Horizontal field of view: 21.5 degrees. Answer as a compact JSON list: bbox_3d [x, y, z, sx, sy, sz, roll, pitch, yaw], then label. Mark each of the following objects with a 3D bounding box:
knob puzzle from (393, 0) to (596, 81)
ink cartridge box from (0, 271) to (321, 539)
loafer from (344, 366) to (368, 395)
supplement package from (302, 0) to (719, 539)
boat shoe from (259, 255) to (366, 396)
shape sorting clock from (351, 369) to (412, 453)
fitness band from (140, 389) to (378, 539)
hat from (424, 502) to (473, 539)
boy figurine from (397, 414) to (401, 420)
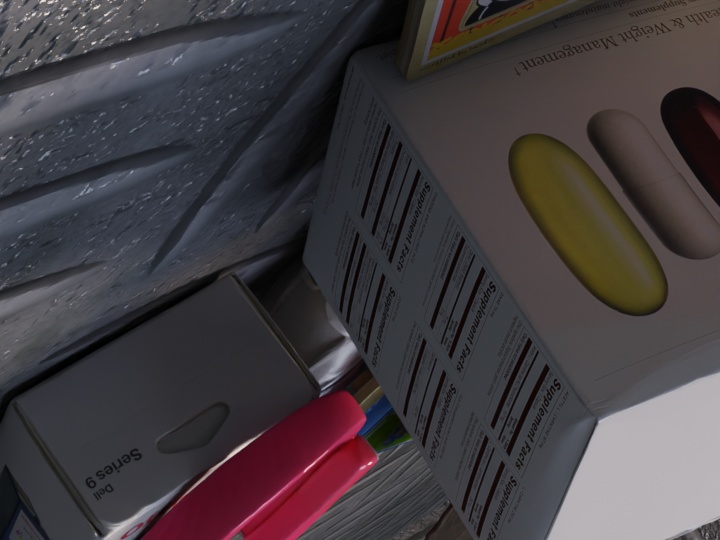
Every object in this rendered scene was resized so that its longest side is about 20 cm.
[{"bbox_3d":[0.109,-0.154,0.721,0.219,0.031,0.220,-28,160,-11],"label":"knob puzzle"},{"bbox_3d":[-0.122,0.104,1.006,0.145,0.088,0.200,-32,170,-30],"label":"ink cartridge box"},{"bbox_3d":[0.002,0.043,1.250,0.063,0.072,0.200,-55,179,-17],"label":"loafer"},{"bbox_3d":[0.110,-0.001,0.833,0.190,0.201,0.148,-18,148,-24],"label":"supplement package"},{"bbox_3d":[0.000,0.000,1.022,0.200,0.071,0.070,-41,161,7],"label":"boat shoe"},{"bbox_3d":[0.039,0.053,1.113,0.199,0.039,0.200,-36,166,-11],"label":"shape sorting clock"},{"bbox_3d":[-0.068,0.133,0.988,0.143,0.038,0.200,-22,159,-50],"label":"fitness band"},{"bbox_3d":[0.090,0.087,1.108,0.200,0.081,0.201,-36,158,-17],"label":"hat"},{"bbox_3d":[0.082,0.012,0.977,0.124,0.065,0.200,-14,-152,36],"label":"boy figurine"}]
